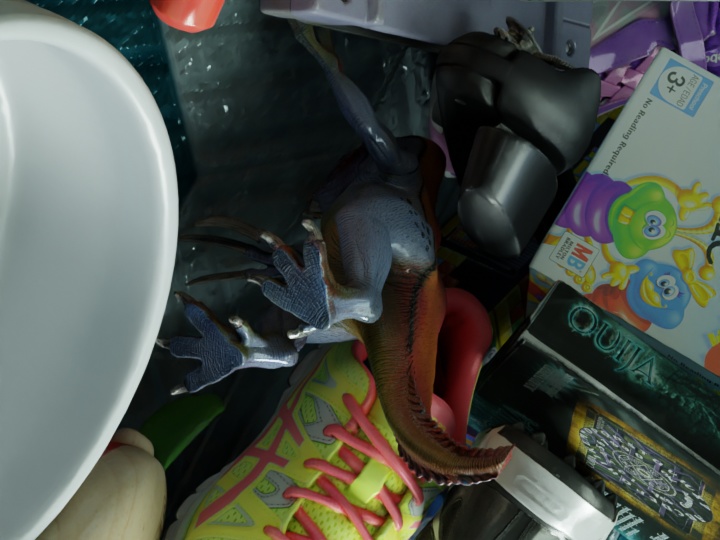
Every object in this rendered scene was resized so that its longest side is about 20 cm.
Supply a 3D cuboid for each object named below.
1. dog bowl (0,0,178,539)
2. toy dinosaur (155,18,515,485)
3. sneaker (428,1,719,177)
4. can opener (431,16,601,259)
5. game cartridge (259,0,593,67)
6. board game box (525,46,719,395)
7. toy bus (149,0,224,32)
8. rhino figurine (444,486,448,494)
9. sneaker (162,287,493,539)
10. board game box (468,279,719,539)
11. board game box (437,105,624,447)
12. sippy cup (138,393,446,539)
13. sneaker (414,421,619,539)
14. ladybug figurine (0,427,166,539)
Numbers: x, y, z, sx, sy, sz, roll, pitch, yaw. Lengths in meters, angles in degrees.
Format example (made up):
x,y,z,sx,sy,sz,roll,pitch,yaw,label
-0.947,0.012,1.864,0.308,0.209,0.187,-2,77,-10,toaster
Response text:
x,y,z,sx,sy,sz,roll,pitch,yaw,label
-0.150,0.006,0.712,0.200,0.078,0.201,-36,139,-39,dog bowl
0.000,0.000,0.871,0.105,0.200,0.181,-48,167,30,toy dinosaur
0.112,-0.099,1.017,0.200,0.088,0.081,-39,144,-30,sneaker
0.056,-0.041,0.912,0.079,0.063,0.200,-56,169,-6,can opener
0.034,-0.147,0.883,0.199,0.038,0.131,3,94,-56,game cartridge
0.132,0.011,0.948,0.105,0.103,0.200,-57,169,-14,board game box
-0.002,-0.153,0.715,0.135,0.200,0.193,-1,121,-53,toy bus
0.032,0.127,1.056,0.060,0.087,0.201,-34,145,-16,rhino figurine
-0.007,0.075,0.856,0.090,0.078,0.201,-40,-162,45,sneaker
0.108,0.069,0.909,0.028,0.135,0.200,-54,178,-12,board game box
0.091,0.038,1.117,0.165,0.056,0.201,-43,143,-29,board game box
-0.027,0.133,0.950,0.131,0.139,0.179,-55,161,-35,sippy cup
0.051,0.110,0.905,0.091,0.066,0.200,-53,173,-3,sneaker
-0.136,0.135,0.813,0.201,0.072,0.136,-58,171,-24,ladybug figurine
